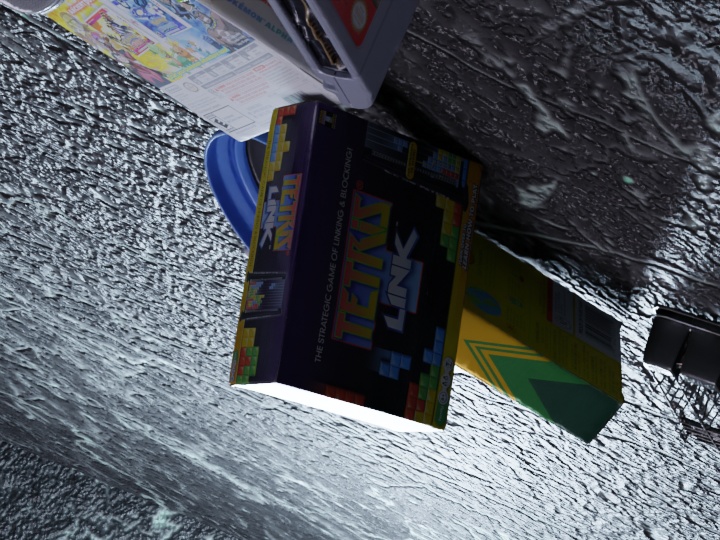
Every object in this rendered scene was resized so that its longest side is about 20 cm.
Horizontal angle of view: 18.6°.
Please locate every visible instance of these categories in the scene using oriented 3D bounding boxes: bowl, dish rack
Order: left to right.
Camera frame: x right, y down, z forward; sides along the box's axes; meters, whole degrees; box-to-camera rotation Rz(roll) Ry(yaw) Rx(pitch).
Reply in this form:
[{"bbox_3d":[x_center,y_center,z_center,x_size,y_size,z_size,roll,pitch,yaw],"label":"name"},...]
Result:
[{"bbox_3d":[-0.039,-0.042,1.742,0.200,0.039,0.201,38,155,21],"label":"bowl"},{"bbox_3d":[0.307,0.106,1.730,0.153,0.055,0.200,20,164,28],"label":"dish rack"}]

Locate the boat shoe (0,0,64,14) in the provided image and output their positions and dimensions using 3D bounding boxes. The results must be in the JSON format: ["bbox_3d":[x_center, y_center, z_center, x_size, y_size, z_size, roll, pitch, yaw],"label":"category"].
[{"bbox_3d":[-0.290,-0.249,1.551,0.200,0.072,0.071,41,-175,-8],"label":"boat shoe"}]

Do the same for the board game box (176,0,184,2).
[{"bbox_3d":[-0.122,-0.239,1.355,0.095,0.030,0.200,-8,150,27],"label":"board game box"}]

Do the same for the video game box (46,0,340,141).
[{"bbox_3d":[-0.113,-0.169,1.565,0.182,0.047,0.200,30,163,-20],"label":"video game box"}]

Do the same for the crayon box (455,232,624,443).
[{"bbox_3d":[0.110,0.037,1.710,0.199,0.051,0.127,32,-152,-11],"label":"crayon box"}]

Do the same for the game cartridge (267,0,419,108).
[{"bbox_3d":[-0.009,-0.192,1.183,0.041,0.134,0.200,11,159,24],"label":"game cartridge"}]

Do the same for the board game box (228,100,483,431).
[{"bbox_3d":[0.000,0.000,1.555,0.165,0.202,0.056,18,165,-41],"label":"board game box"}]

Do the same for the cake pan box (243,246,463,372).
[{"bbox_3d":[0.024,0.019,1.907,0.200,0.053,0.184,40,161,-34],"label":"cake pan box"}]
